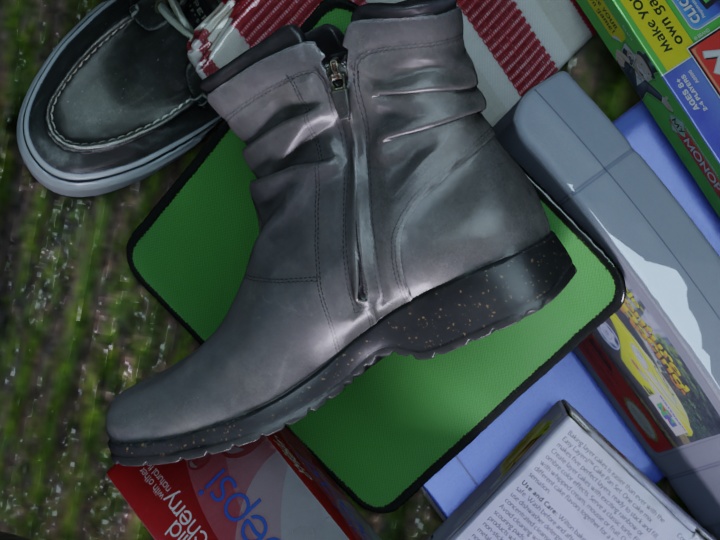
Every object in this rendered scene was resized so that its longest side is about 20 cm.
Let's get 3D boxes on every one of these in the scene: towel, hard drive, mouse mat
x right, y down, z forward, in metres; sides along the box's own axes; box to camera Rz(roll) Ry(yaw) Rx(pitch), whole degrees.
[{"bbox_3d":[0.033,-0.114,1.086,0.200,0.023,0.144,-45,132,-6],"label":"towel"},{"bbox_3d":[0.100,0.025,1.116,0.200,0.025,0.132,-37,88,-6],"label":"hard drive"},{"bbox_3d":[0.000,0.000,1.046,0.161,0.200,0.008,45,45,1],"label":"mouse mat"}]

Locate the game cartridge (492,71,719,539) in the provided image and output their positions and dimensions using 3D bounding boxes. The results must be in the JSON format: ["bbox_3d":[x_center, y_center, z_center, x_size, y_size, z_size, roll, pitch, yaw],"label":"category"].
[{"bbox_3d":[0.115,0.019,1.037,0.041,0.133,0.200,-35,87,-16],"label":"game cartridge"}]

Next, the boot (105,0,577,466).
[{"bbox_3d":[-0.029,-0.017,0.985,0.199,0.070,0.132,-26,96,14],"label":"boot"}]

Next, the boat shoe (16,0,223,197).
[{"bbox_3d":[-0.061,-0.107,1.095,0.200,0.071,0.072,-39,88,-6],"label":"boat shoe"}]

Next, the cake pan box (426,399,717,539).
[{"bbox_3d":[0.093,0.185,1.071,0.200,0.052,0.184,41,96,-2],"label":"cake pan box"}]

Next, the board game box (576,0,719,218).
[{"bbox_3d":[0.197,-0.069,1.112,0.134,0.029,0.201,-33,87,-23],"label":"board game box"}]

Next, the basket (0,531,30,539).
[{"bbox_3d":[-0.163,0.166,1.001,0.179,0.200,0.137,12,84,-2],"label":"basket"}]

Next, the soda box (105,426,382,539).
[{"bbox_3d":[-0.017,0.128,1.022,0.063,0.070,0.200,-46,48,3],"label":"soda box"}]
